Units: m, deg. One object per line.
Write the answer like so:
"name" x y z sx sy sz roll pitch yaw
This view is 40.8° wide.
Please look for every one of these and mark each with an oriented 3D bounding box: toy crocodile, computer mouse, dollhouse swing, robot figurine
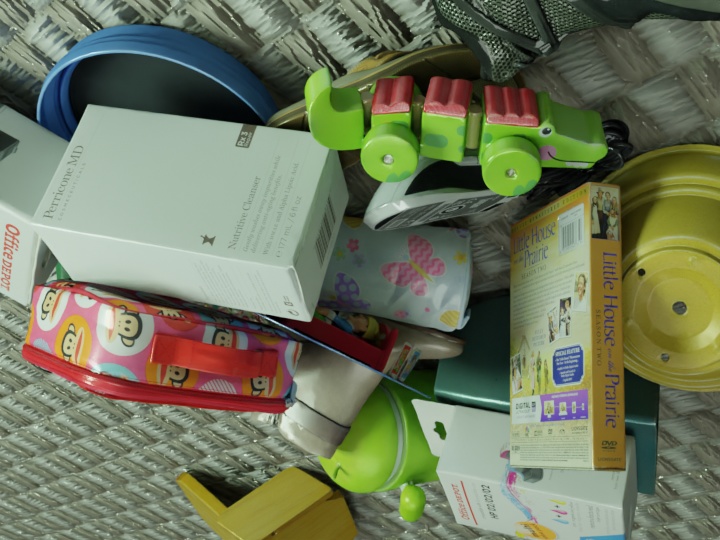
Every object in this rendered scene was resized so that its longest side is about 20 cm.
"toy crocodile" 0.061 -0.096 0.626 0.196 0.068 0.062 6 137 3
"computer mouse" 0.089 -0.070 0.693 0.197 0.045 0.109 -11 172 -27
"dollhouse swing" -0.132 0.334 1.372 0.180 0.176 0.201 -32 143 -13
"robot figurine" 0.037 0.162 0.993 0.198 0.178 0.116 0 149 -40

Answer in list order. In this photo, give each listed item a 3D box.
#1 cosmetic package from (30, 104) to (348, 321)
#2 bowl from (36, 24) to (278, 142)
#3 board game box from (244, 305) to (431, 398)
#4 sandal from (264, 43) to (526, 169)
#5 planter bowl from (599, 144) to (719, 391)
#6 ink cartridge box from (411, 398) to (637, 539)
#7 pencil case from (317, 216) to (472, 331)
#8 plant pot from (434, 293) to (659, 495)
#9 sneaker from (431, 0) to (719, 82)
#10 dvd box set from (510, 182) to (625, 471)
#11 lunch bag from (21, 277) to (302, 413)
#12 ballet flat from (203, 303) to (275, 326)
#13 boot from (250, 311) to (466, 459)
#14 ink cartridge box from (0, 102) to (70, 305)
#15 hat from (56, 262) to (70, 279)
"cosmetic package" -0.118 -0.043 0.697 0.197 0.114 0.082 8 152 13
"bowl" -0.154 -0.109 0.770 0.197 0.040 0.202 7 144 5
"board game box" -0.020 0.045 0.776 0.156 0.039 0.200 24 174 24
"sandal" 0.019 -0.122 0.696 0.197 0.055 0.081 -14 134 21
"planter bowl" 0.242 0.015 0.719 0.197 0.083 0.204 9 112 24
"ink cartridge box" 0.138 0.183 0.851 0.197 0.069 0.116 7 146 23
"pencil case" 0.000 0.000 0.835 0.196 0.092 0.083 5 -178 4
"plant pot" 0.176 0.103 0.899 0.197 0.143 0.142 3 144 18
"sneaker" 0.132 -0.169 0.592 0.196 0.077 0.115 9 146 6
"dvd box set" 0.154 0.049 0.739 0.029 0.204 0.146 5 168 -14
"lunch bag" -0.145 0.061 0.761 0.198 0.083 0.175 15 176 -44
"ballet flat" -0.100 0.076 0.987 0.075 0.065 0.200 -8 141 31
"boot" -0.012 0.103 0.903 0.198 0.148 0.070 16 175 30
"ink cartridge box" -0.329 -0.077 0.779 0.198 0.084 0.144 30 146 -6
"hat" -0.186 0.024 0.938 0.174 0.166 0.203 -11 127 -32
